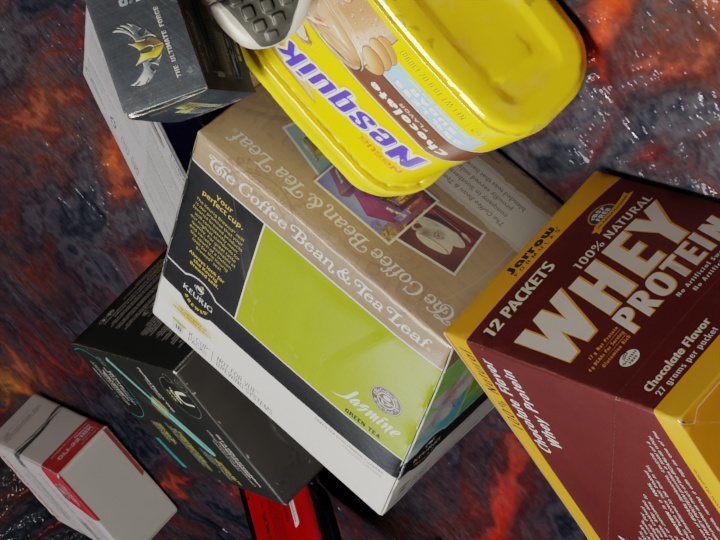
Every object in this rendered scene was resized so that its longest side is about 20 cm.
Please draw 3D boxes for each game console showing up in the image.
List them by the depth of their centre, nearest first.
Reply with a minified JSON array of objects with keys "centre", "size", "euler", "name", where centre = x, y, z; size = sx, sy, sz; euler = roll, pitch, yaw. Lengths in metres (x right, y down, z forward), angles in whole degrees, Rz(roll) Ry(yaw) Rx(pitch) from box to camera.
[{"centre":[-0.029,0.231,2.378],"size":[0.173,0.118,0.201],"euler":[-58,40,46],"name":"game console"}]

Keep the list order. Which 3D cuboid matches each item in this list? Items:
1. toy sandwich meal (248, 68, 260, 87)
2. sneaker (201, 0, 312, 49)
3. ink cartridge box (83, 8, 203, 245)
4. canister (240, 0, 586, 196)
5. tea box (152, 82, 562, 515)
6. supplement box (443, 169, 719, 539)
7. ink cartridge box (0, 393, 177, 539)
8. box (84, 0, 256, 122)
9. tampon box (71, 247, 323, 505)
[{"centre":[-0.119,-0.185,1.605],"size":[0.205,0.070,0.205],"euler":[50,160,26],"name":"toy sandwich meal"},{"centre":[-0.069,-0.207,1.423],"size":[0.081,0.075,0.201],"euler":[83,171,-78],"name":"sneaker"},{"centre":[-0.132,-0.092,1.866],"size":[0.197,0.043,0.200],"euler":[63,167,11],"name":"ink cartridge box"},{"centre":[0.024,-0.120,1.455],"size":[0.149,0.087,0.200],"euler":[48,162,-8],"name":"canister"},{"centre":[0.000,0.000,1.639],"size":[0.200,0.134,0.197],"euler":[41,147,13],"name":"tea box"},{"centre":[0.188,0.075,1.447],"size":[0.200,0.133,0.198],"euler":[19,150,55],"name":"supplement box"},{"centre":[-0.318,0.233,3.120],"size":[0.144,0.084,0.200],"euler":[52,161,-27],"name":"ink cartridge box"},{"centre":[-0.119,-0.179,1.437],"size":[0.158,0.051,0.201],"euler":[-27,-81,-82],"name":"box"},{"centre":[-0.104,0.076,2.158],"size":[0.150,0.126,0.200],"euler":[51,162,-23],"name":"tampon box"}]
